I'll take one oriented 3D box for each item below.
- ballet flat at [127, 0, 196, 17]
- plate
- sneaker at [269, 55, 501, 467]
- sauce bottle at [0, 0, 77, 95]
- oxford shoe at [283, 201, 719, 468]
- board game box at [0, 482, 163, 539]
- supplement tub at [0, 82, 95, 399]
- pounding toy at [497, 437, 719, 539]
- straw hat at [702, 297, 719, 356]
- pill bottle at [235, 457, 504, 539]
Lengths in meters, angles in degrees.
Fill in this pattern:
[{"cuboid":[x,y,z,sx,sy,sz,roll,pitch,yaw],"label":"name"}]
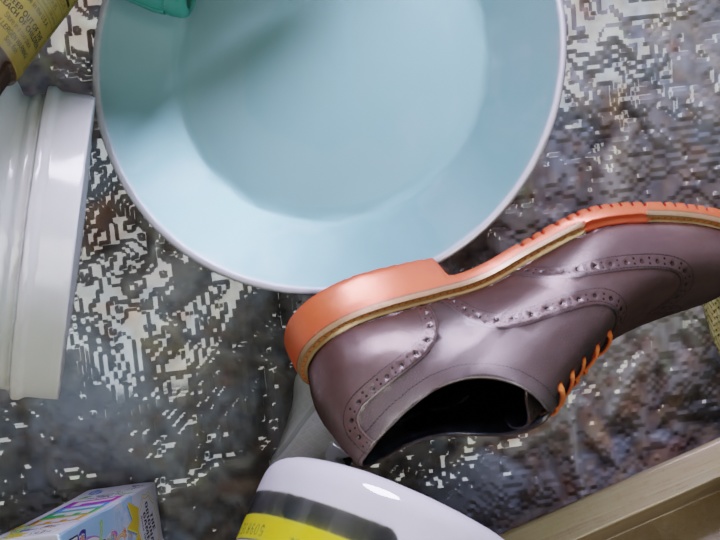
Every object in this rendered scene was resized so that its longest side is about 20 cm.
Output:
[{"cuboid":[-0.028,-0.181,0.731,0.070,0.067,0.200,41,91,-1],"label":"ballet flat"},{"cuboid":[-0.013,-0.087,0.752,0.198,0.026,0.203,-2,79,10],"label":"plate"},{"cuboid":[0.000,0.000,0.787,0.080,0.075,0.202,24,93,-2],"label":"sneaker"},{"cuboid":[-0.106,-0.149,0.665,0.065,0.065,0.201,37,71,-13],"label":"sauce bottle"},{"cuboid":[0.073,0.029,0.722,0.198,0.073,0.071,-16,148,-14],"label":"oxford shoe"},{"cuboid":[-0.105,0.199,0.759,0.034,0.134,0.202,-8,91,9],"label":"board game box"},{"cuboid":[-0.209,-0.021,0.713,0.198,0.144,0.146,7,102,-9],"label":"supplement tub"},{"cuboid":[0.125,0.210,0.799,0.182,0.142,0.202,-23,71,-1],"label":"pounding toy"},{"cuboid":[0.196,0.005,0.793,0.084,0.201,0.203,1,107,32],"label":"straw hat"},{"cuboid":[-0.021,0.183,0.691,0.112,0.112,0.202,26,74,-12],"label":"pill bottle"}]
